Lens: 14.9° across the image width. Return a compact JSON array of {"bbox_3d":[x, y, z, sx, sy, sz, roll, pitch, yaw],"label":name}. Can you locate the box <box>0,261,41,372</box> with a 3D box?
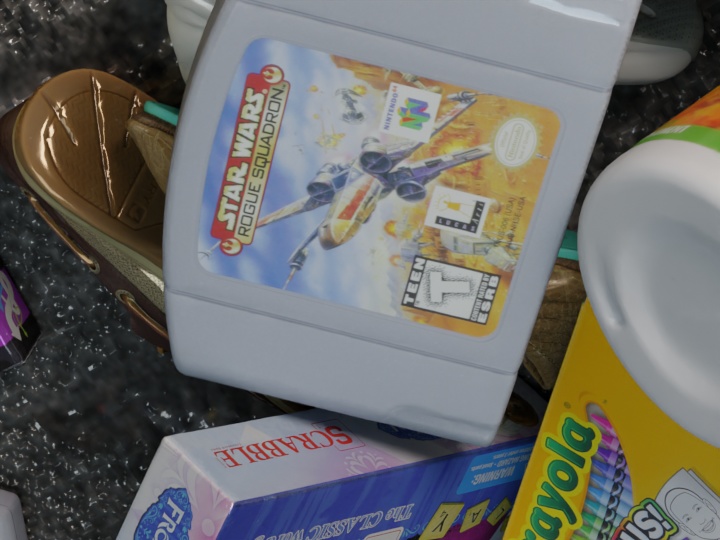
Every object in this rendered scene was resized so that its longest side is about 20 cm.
[{"bbox_3d":[-0.236,-0.027,1.087,0.142,0.036,0.201,-22,108,18],"label":"box"}]

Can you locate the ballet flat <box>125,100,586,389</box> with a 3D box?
[{"bbox_3d":[0.000,0.000,1.007,0.199,0.068,0.073,17,100,-21],"label":"ballet flat"}]

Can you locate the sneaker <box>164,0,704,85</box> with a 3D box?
[{"bbox_3d":[0.026,-0.084,0.998,0.199,0.071,0.081,5,129,13],"label":"sneaker"}]

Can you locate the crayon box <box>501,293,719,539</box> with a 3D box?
[{"bbox_3d":[0.121,0.089,1.002,0.118,0.058,0.201,30,136,16],"label":"crayon box"}]

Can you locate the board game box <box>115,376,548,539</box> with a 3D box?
[{"bbox_3d":[-0.031,0.138,1.030,0.041,0.199,0.200,42,120,29],"label":"board game box"}]

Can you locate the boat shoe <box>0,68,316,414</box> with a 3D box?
[{"bbox_3d":[-0.058,0.000,1.051,0.200,0.072,0.072,37,158,-19],"label":"boat shoe"}]

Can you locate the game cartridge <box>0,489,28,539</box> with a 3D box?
[{"bbox_3d":[-0.232,0.147,1.160,0.199,0.042,0.134,-4,116,13],"label":"game cartridge"}]

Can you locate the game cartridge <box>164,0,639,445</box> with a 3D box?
[{"bbox_3d":[0.005,-0.035,0.910,0.132,0.042,0.201,11,126,-6],"label":"game cartridge"}]

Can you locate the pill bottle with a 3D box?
[{"bbox_3d":[0.176,-0.033,0.905,0.111,0.200,0.111,35,144,31],"label":"pill bottle"}]
